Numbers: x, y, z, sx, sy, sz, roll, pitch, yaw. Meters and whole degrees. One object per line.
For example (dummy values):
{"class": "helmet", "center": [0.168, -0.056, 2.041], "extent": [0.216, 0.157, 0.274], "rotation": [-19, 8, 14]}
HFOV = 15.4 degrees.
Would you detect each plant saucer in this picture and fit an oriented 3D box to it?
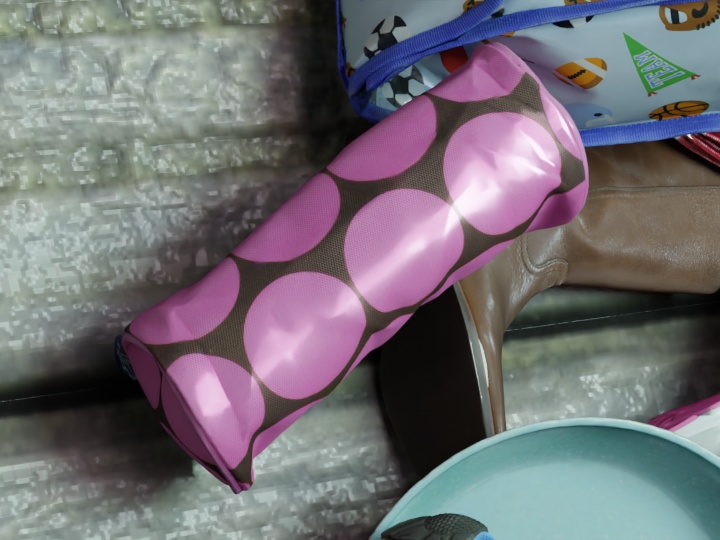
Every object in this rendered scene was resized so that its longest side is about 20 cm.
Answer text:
{"class": "plant saucer", "center": [0.084, 0.153, 1.100], "extent": [0.199, 0.036, 0.201], "rotation": [-2, 101, -9]}

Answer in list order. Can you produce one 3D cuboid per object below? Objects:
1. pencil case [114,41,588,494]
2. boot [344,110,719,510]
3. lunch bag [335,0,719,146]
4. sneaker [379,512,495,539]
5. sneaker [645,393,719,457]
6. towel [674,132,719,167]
{"class": "pencil case", "center": [0.000, 0.000, 1.060], "extent": [0.200, 0.094, 0.091], "rotation": [-37, 55, -10]}
{"class": "boot", "center": [0.098, 0.010, 1.185], "extent": [0.200, 0.064, 0.187], "rotation": [-1, 75, -39]}
{"class": "lunch bag", "center": [0.086, -0.147, 1.146], "extent": [0.199, 0.124, 0.170], "rotation": [-5, 57, 5]}
{"class": "sneaker", "center": [0.027, 0.193, 1.055], "extent": [0.090, 0.078, 0.201], "rotation": [5, 98, -35]}
{"class": "sneaker", "center": [0.208, 0.095, 1.219], "extent": [0.200, 0.081, 0.088], "rotation": [0, 75, -33]}
{"class": "towel", "center": [0.210, -0.084, 1.281], "extent": [0.200, 0.023, 0.144], "rotation": [26, 41, -26]}
